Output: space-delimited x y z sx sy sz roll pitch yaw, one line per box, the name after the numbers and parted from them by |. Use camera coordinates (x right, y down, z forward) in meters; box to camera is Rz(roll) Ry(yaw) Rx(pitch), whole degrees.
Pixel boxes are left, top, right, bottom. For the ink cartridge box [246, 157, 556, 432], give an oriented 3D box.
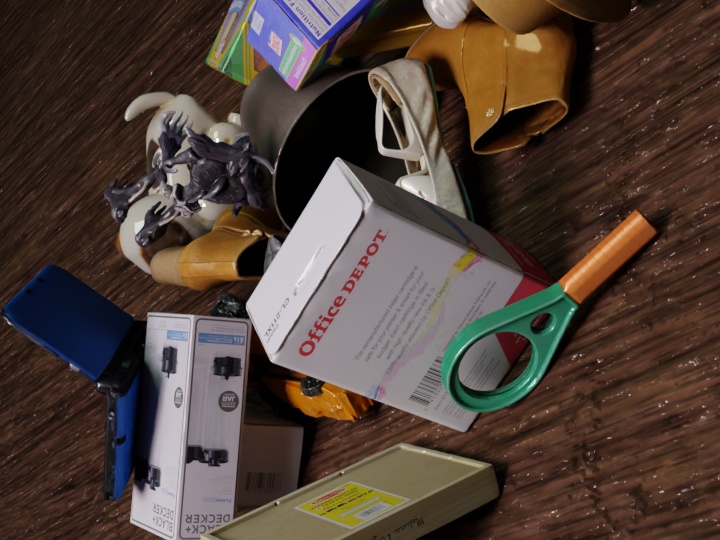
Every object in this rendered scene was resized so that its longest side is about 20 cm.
0.033 0.022 0.944 0.147 0.199 0.083 -56 33 16 | ink cartridge box

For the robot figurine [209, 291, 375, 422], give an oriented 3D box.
-0.068 0.081 1.147 0.058 0.146 0.199 -38 23 -25 | robot figurine

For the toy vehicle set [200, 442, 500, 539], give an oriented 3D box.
-0.008 0.187 0.925 0.124 0.198 0.027 2 108 58 | toy vehicle set

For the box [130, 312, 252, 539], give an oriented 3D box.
-0.157 0.142 1.116 0.116 0.060 0.203 1 86 59 | box

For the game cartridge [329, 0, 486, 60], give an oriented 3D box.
0.032 -0.299 1.221 0.198 0.032 0.178 -7 60 20 | game cartridge

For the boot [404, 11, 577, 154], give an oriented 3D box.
0.104 -0.162 1.071 0.200 0.071 0.145 -20 48 43 | boot

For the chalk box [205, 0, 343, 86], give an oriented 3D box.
-0.072 -0.293 1.362 0.202 0.123 0.124 -64 21 7 | chalk box

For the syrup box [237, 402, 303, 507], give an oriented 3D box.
-0.140 0.174 1.215 0.199 0.078 0.083 8 91 58 | syrup box

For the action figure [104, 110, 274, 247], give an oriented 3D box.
-0.156 -0.097 1.161 0.199 0.119 0.103 -21 44 36 | action figure

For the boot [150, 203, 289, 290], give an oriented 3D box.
-0.103 -0.025 1.244 0.143 0.200 0.072 -1 108 38 | boot

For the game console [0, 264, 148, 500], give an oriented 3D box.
-0.266 0.101 1.162 0.200 0.117 0.173 -91 6 -77 | game console

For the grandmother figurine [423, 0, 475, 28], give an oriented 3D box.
0.117 -0.297 1.082 0.201 0.060 0.122 -58 -16 -23 | grandmother figurine

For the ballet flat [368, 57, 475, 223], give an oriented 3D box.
0.049 -0.092 1.069 0.068 0.062 0.202 123 136 -65 | ballet flat

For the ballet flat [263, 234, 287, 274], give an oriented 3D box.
0.000 0.000 1.056 0.198 0.066 0.058 1 111 26 | ballet flat

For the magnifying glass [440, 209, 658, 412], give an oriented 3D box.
0.141 0.032 0.906 0.200 0.079 0.022 -46 33 14 | magnifying glass

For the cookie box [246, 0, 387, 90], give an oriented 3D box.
-0.004 -0.269 1.091 0.200 0.075 0.171 -45 5 -9 | cookie box

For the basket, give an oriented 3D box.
-0.044 -0.142 1.238 0.181 0.135 0.200 -54 29 5 | basket

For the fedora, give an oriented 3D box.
0.130 -0.252 0.979 0.082 0.199 0.202 -42 39 35 | fedora

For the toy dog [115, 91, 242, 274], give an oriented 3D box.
-0.201 -0.088 1.392 0.139 0.193 0.202 5 68 45 | toy dog
